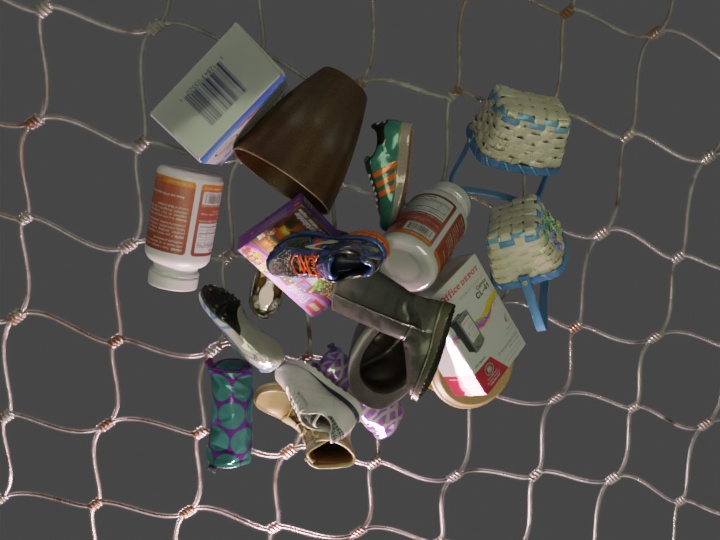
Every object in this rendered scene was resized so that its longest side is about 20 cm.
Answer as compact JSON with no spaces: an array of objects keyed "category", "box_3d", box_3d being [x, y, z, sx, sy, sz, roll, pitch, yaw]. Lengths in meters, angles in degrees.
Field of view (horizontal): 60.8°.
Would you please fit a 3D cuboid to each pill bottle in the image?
[{"category":"pill bottle","box_3d":[-0.305,-0.072,1.047,0.111,0.112,0.201,12,101,-9]},{"category":"pill bottle","box_3d":[0.114,-0.066,1.050,0.112,0.200,0.113,19,135,21]}]

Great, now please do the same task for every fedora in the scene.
[{"category":"fedora","box_3d":[0.042,0.139,1.109,0.177,0.090,0.201,36,88,-36]}]

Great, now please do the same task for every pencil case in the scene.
[{"category":"pencil case","box_3d":[-0.245,0.266,1.141,0.092,0.085,0.202,8,101,15]},{"category":"pencil case","box_3d":[-0.008,0.235,1.168,0.200,0.084,0.085,45,132,-11]}]

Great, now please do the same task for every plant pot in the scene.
[{"category":"plant pot","box_3d":[-0.080,-0.228,1.021,0.186,0.187,0.201,33,83,-13]}]

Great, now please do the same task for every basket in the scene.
[{"category":"basket","box_3d":[0.300,-0.015,1.090,0.138,0.177,0.201,-11,123,23]},{"category":"basket","box_3d":[0.268,-0.210,1.079,0.175,0.140,0.201,9,128,-12]}]

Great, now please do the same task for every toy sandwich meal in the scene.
[{"category":"toy sandwich meal","box_3d":[0.202,0.171,1.189,0.204,0.070,0.207,-3,99,-18]}]

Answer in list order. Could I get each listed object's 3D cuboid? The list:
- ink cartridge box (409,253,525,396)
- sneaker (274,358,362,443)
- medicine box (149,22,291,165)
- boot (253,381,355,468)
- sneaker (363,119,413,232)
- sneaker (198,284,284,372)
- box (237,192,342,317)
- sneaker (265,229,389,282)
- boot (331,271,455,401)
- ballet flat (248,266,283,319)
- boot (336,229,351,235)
[{"category":"ink cartridge box","box_3d":[0.181,0.095,1.068,0.148,0.085,0.201,-41,107,-34]},{"category":"sneaker","box_3d":[-0.091,0.227,1.090,0.080,0.199,0.077,-40,138,-32]},{"category":"medicine box","box_3d":[-0.210,-0.267,0.969,0.103,0.200,0.182,44,94,-8]},{"category":"boot","box_3d":[-0.104,0.283,1.124,0.199,0.156,0.073,22,106,-12]},{"category":"sneaker","box_3d":[0.044,-0.168,1.097,0.079,0.071,0.202,10,107,11]},{"category":"sneaker","box_3d":[-0.226,0.111,1.122,0.200,0.072,0.072,47,125,-6]},{"category":"box","box_3d":[-0.090,-0.020,1.037,0.136,0.039,0.200,-32,126,18]},{"category":"sneaker","box_3d":[-0.056,-0.018,0.952,0.198,0.079,0.076,-7,117,14]},{"category":"boot","box_3d":[0.038,0.093,0.989,0.199,0.073,0.183,19,96,18]},{"category":"ballet flat","box_3d":[-0.155,-0.004,1.102,0.072,0.072,0.202,13,100,-10]},{"category":"boot","box_3d":[0.000,0.000,1.123,0.199,0.075,0.108,29,102,-13]}]
